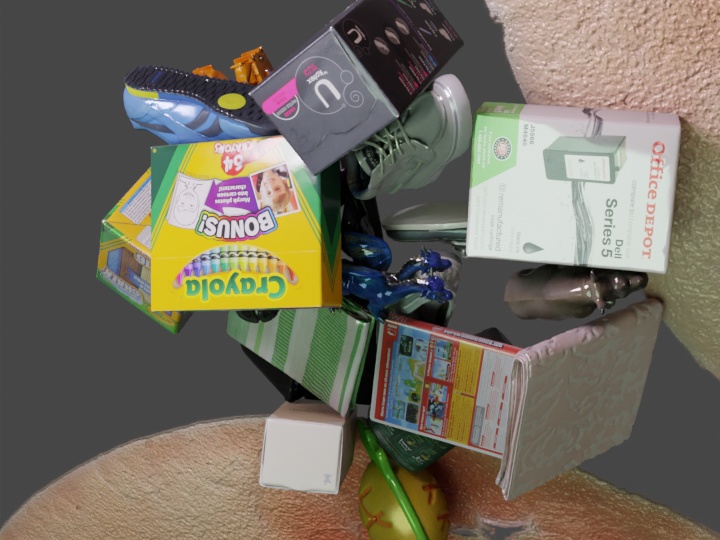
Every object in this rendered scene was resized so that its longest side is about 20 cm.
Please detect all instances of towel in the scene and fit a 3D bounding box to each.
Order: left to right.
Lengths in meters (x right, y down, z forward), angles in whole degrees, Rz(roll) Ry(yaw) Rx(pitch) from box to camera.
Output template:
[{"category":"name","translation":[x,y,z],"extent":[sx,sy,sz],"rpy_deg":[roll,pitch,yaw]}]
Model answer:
[{"category":"towel","translation":[-0.075,0.064,1.426],"extent":[0.199,0.023,0.154],"rpy_deg":[32,129,26]},{"category":"towel","translation":[0.231,0.134,1.318],"extent":[0.032,0.199,0.192],"rpy_deg":[39,136,40]}]

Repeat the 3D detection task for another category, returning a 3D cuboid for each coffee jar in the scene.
[{"category":"coffee jar","translation":[0.109,0.150,1.439],"extent":[0.199,0.085,0.104],"rpy_deg":[-34,102,35]}]

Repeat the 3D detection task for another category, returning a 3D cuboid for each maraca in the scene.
[{"category":"maraca","translation":[0.044,0.277,1.528],"extent":[0.106,0.137,0.201],"rpy_deg":[-27,100,-11]}]

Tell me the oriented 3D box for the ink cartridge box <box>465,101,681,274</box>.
[{"category":"ink cartridge box","translation":[0.210,-0.084,1.218],"extent":[0.198,0.084,0.147],"rpy_deg":[5,105,12]}]

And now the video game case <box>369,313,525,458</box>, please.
[{"category":"video game case","translation":[0.111,0.132,1.363],"extent":[0.198,0.017,0.144],"rpy_deg":[15,123,14]}]

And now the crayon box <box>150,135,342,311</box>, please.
[{"category":"crayon box","translation":[-0.120,-0.046,1.279],"extent":[0.198,0.058,0.174],"rpy_deg":[-2,85,23]}]

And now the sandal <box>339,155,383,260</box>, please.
[{"category":"sandal","translation":[-0.014,-0.077,1.365],"extent":[0.075,0.048,0.202],"rpy_deg":[-151,50,-64]}]

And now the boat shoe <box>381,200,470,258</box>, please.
[{"category":"boat shoe","translation":[0.118,-0.038,1.334],"extent":[0.198,0.073,0.062],"rpy_deg":[-2,114,21]}]

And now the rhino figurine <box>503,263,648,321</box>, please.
[{"category":"rhino figurine","translation":[0.222,0.020,1.265],"extent":[0.200,0.087,0.060],"rpy_deg":[-7,92,62]}]

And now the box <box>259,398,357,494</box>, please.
[{"category":"box","translation":[-0.058,0.205,1.465],"extent":[0.094,0.200,0.079],"rpy_deg":[6,91,3]}]

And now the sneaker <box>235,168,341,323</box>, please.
[{"category":"sneaker","translation":[-0.090,-0.044,1.355],"extent":[0.074,0.079,0.201],"rpy_deg":[25,101,-23]}]

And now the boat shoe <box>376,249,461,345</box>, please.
[{"category":"boat shoe","translation":[0.064,0.058,1.396],"extent":[0.074,0.065,0.203],"rpy_deg":[13,141,-12]}]

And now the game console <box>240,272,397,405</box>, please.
[{"category":"game console","translation":[-0.045,0.053,1.499],"extent":[0.176,0.116,0.201],"rpy_deg":[42,133,36]}]

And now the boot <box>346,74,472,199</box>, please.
[{"category":"boot","translation":[0.043,-0.123,1.240],"extent":[0.074,0.095,0.200],"rpy_deg":[64,161,14]}]

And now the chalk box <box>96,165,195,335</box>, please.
[{"category":"chalk box","translation":[-0.226,-0.021,1.456],"extent":[0.123,0.125,0.200],"rpy_deg":[35,151,2]}]

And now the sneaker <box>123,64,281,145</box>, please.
[{"category":"sneaker","translation":[-0.165,-0.162,1.332],"extent":[0.198,0.066,0.079],"rpy_deg":[16,130,20]}]

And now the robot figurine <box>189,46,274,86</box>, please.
[{"category":"robot figurine","translation":[-0.117,-0.141,1.392],"extent":[0.144,0.058,0.201],"rpy_deg":[-12,112,32]}]

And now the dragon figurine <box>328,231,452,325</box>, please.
[{"category":"dragon figurine","translation":[0.000,0.000,1.301],"extent":[0.198,0.059,0.100],"rpy_deg":[17,141,0]}]

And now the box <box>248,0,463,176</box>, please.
[{"category":"box","translation":[0.001,-0.200,1.214],"extent":[0.122,0.200,0.106],"rpy_deg":[-32,102,35]}]
